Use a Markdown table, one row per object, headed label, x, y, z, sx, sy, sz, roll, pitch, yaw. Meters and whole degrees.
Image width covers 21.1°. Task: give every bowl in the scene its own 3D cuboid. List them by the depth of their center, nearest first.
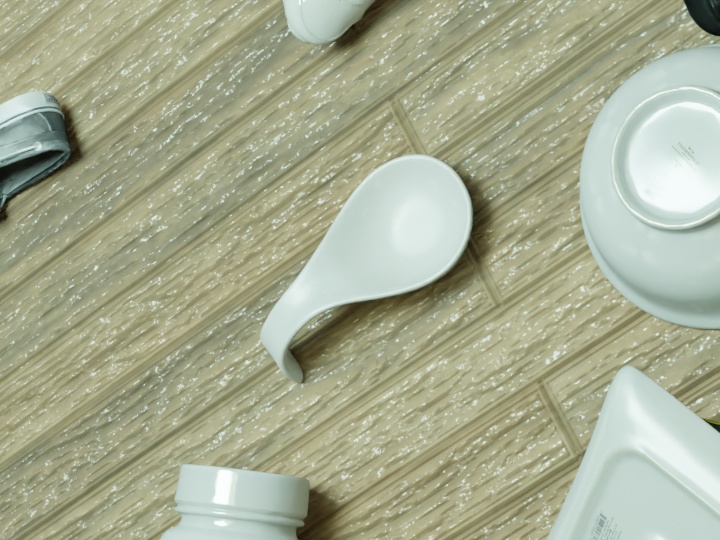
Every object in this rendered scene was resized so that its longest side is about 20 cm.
| label | x | y | z | sx | sy | sz | roll | pitch | yaw |
| --- | --- | --- | --- | --- | --- | --- | --- | --- | --- |
| bowl | 0.225 | -0.066 | 1.281 | 0.200 | 0.090 | 0.202 | -6 | 76 | 27 |

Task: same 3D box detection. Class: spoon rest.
| label | x | y | z | sx | sy | sz | roll | pitch | yaw |
| --- | --- | --- | --- | --- | --- | --- | --- | --- | --- |
| spoon rest | 0.000 | 0.000 | 1.405 | 0.200 | 0.061 | 0.099 | -45 | 63 | 14 |

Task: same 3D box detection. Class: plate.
| label | x | y | z | sx | sy | sz | roll | pitch | yaw |
| --- | --- | --- | --- | --- | --- | --- | --- | --- | --- |
| plate | 0.196 | 0.191 | 1.190 | 0.200 | 0.032 | 0.200 | 40 | 130 | 29 |

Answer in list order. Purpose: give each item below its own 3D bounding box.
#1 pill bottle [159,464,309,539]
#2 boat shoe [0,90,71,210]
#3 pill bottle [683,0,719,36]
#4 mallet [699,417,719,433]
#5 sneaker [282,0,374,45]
| label | x | y | z | sx | sy | sz | roll | pitch | yaw |
| --- | --- | --- | --- | --- | --- | --- | --- | --- | --- |
| pill bottle | -0.094 | 0.243 | 1.376 | 0.113 | 0.113 | 0.201 | 2 | 81 | 28 |
| boat shoe | -0.322 | -0.070 | 1.591 | 0.199 | 0.072 | 0.068 | -29 | 66 | 13 |
| pill bottle | 0.306 | -0.198 | 1.231 | 0.199 | 0.112 | 0.112 | 1 | 80 | 49 |
| mallet | 0.245 | 0.105 | 1.184 | 0.199 | 0.066 | 0.041 | 15 | 101 | 44 |
| sneaker | 0.016 | -0.247 | 1.418 | 0.200 | 0.078 | 0.099 | -55 | 32 | 10 |
